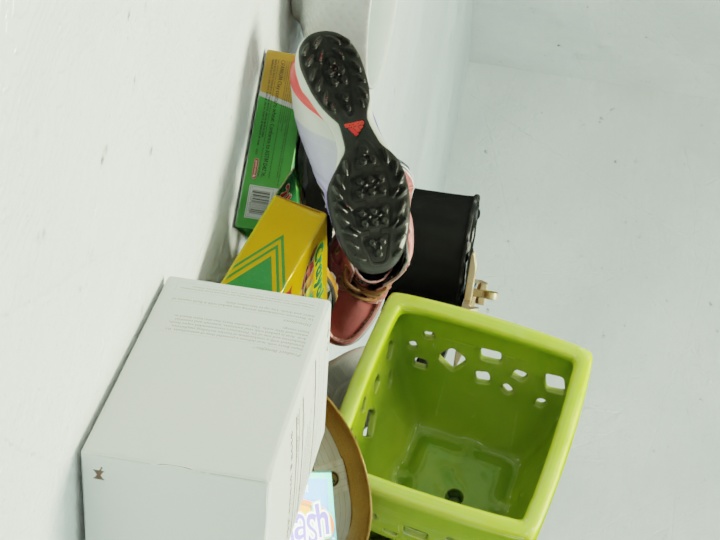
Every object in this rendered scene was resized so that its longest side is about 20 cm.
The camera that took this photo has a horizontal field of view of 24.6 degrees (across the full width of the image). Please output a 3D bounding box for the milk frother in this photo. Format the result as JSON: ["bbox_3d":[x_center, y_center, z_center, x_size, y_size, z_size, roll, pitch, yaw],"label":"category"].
[{"bbox_3d":[0.013,0.015,1.662,0.201,0.186,0.182,-72,169,-51],"label":"milk frother"}]

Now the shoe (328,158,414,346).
[{"bbox_3d":[0.000,0.000,1.516,0.091,0.071,0.201,-86,-167,-61],"label":"shoe"}]

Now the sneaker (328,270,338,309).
[{"bbox_3d":[-0.068,0.057,1.511,0.201,0.077,0.078,93,13,-51],"label":"sneaker"}]

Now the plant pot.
[{"bbox_3d":[0.085,0.169,1.484,0.182,0.197,0.201,91,20,-55],"label":"plant pot"}]

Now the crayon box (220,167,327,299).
[{"bbox_3d":[-0.075,0.033,1.309,0.127,0.050,0.201,90,24,-54],"label":"crayon box"}]

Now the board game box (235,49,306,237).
[{"bbox_3d":[-0.064,-0.095,1.467,0.200,0.040,0.155,54,46,-82],"label":"board game box"}]

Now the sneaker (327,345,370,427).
[{"bbox_3d":[-0.050,0.151,1.617,0.200,0.073,0.112,-50,-172,-6],"label":"sneaker"}]

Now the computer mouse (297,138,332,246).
[{"bbox_3d":[-0.017,-0.111,1.469,0.200,0.046,0.142,87,15,-63],"label":"computer mouse"}]

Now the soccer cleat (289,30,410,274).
[{"bbox_3d":[-0.012,-0.088,1.319,0.073,0.068,0.202,130,-55,-67],"label":"soccer cleat"}]

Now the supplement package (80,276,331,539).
[{"bbox_3d":[-0.097,0.113,1.086,0.201,0.120,0.121,-71,168,-57],"label":"supplement package"}]

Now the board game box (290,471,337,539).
[{"bbox_3d":[-0.079,0.247,1.197,0.151,0.045,0.202,6,73,-45],"label":"board game box"}]

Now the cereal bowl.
[{"bbox_3d":[-0.013,-0.268,1.486,0.200,0.082,0.202,9,90,-85],"label":"cereal bowl"}]

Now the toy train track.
[{"bbox_3d":[0.121,0.036,1.663,0.200,0.032,0.116,-49,149,-80],"label":"toy train track"}]

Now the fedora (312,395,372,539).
[{"bbox_3d":[-0.077,0.180,1.370,0.081,0.200,0.202,-17,123,-41],"label":"fedora"}]
